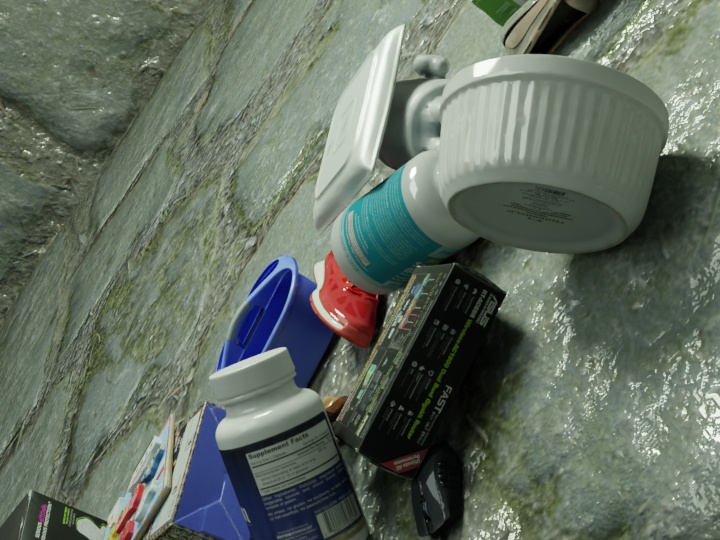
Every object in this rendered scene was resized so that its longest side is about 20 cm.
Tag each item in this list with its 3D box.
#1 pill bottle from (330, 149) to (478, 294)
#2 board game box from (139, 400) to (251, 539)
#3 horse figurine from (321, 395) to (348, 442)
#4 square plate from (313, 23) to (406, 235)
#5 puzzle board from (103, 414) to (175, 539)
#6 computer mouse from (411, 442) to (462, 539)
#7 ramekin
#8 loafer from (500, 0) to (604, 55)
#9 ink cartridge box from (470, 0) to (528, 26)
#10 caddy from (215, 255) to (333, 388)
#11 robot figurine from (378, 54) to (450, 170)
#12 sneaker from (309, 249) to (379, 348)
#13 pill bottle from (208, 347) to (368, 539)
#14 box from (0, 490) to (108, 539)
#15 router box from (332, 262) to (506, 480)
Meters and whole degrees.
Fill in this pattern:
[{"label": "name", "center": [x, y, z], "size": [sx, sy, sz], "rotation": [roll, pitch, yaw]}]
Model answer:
[{"label": "pill bottle", "center": [0.064, -0.058, 1.200], "size": [0.200, 0.111, 0.111], "rotation": [-34, 34, 45]}, {"label": "board game box", "center": [-0.199, 0.276, 1.319], "size": [0.200, 0.096, 0.160], "rotation": [-44, 28, 49]}, {"label": "horse figurine", "center": [-0.055, 0.184, 1.210], "size": [0.133, 0.050, 0.200], "rotation": [-51, 2, -42]}, {"label": "square plate", "center": [-0.008, -0.164, 1.298], "size": [0.198, 0.028, 0.201], "rotation": [138, 148, -63]}, {"label": "puzzle board", "center": [-0.277, 0.290, 1.336], "size": [0.200, 0.017, 0.151], "rotation": [-58, 20, 19]}, {"label": "computer mouse", "center": [0.060, 0.237, 0.965], "size": [0.059, 0.034, 0.201], "rotation": [-39, 32, 37]}, {"label": "ramekin", "center": [0.159, -0.091, 0.955], "size": [0.200, 0.199, 0.106], "rotation": [-17, 56, 57]}, {"label": "loafer", "center": [0.231, -0.291, 1.207], "size": [0.200, 0.072, 0.063], "rotation": [-44, 44, 44]}, {"label": "ink cartridge box", "center": [0.198, -0.415, 1.407], "size": [0.104, 0.059, 0.201], "rotation": [-39, 31, 38]}, {"label": "caddy", "center": [-0.115, 0.080, 1.385], "size": [0.201, 0.105, 0.141], "rotation": [-63, 25, 2]}, {"label": "robot figurine", "center": [0.077, -0.167, 1.294], "size": [0.200, 0.112, 0.171], "rotation": [-155, 71, -66]}, {"label": "sneaker", "center": [0.000, 0.000, 1.302], "size": [0.116, 0.078, 0.200], "rotation": [-54, 26, 16]}, {"label": "pill bottle", "center": [-0.075, 0.182, 1.069], "size": [0.111, 0.201, 0.111], "rotation": [-20, 1, 1]}, {"label": "box", "center": [-0.385, 0.408, 1.437], "size": [0.149, 0.199, 0.125], "rotation": [-47, 27, 25]}, {"label": "router box", "center": [0.052, 0.093, 1.069], "size": [0.201, 0.062, 0.150], "rotation": [-62, 10, -6]}]
